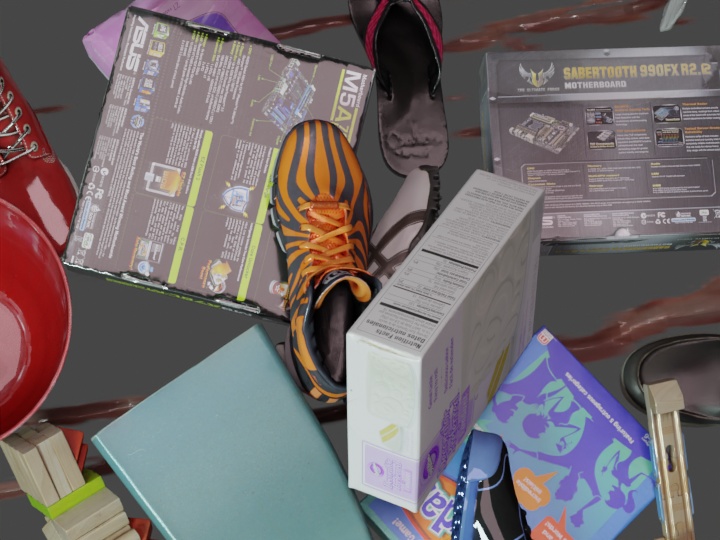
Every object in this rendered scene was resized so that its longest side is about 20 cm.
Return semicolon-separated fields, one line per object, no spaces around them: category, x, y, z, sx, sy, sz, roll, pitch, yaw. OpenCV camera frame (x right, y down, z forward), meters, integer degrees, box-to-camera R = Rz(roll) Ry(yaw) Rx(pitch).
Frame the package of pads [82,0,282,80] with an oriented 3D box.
package of pads;-0.112;-0.140;1.281;0.120;0.076;0.200;-40;80;-8

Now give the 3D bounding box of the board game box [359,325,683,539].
board game box;0.118;0.165;1.223;0.200;0.045;0.152;-43;81;-11

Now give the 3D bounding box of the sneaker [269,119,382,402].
sneaker;-0.016;-0.011;1.126;0.077;0.112;0.202;-5;86;-11

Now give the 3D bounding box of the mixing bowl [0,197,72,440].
mixing bowl;-0.306;0.048;1.207;0.198;0.108;0.202;1;75;-3

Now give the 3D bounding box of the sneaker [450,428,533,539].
sneaker;0.104;0.215;1.155;0.077;0.070;0.202;3;83;-2

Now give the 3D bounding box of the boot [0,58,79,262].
boot;-0.273;-0.105;1.231;0.072;0.144;0.201;-27;79;-10

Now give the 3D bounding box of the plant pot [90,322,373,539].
plant pot;-0.078;0.167;1.171;0.141;0.141;0.201;-33;85;-10

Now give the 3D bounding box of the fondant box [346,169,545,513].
fondant box;0.060;0.046;1.130;0.058;0.145;0.200;19;44;22

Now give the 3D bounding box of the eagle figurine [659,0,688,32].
eagle figurine;0.289;-0.301;1.306;0.151;0.151;0.201;-31;95;-46

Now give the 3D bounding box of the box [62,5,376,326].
box;-0.103;-0.075;1.203;0.192;0.048;0.202;13;82;-6

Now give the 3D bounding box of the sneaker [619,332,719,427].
sneaker;0.299;0.074;1.221;0.198;0.106;0.075;2;75;-1

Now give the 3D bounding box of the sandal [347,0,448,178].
sandal;0.036;-0.174;1.310;0.074;0.045;0.202;-9;76;-4

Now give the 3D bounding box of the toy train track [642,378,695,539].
toy train track;0.237;0.181;1.194;0.114;0.033;0.202;-10;95;-17

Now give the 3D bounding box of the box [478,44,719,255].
box;0.197;-0.095;1.292;0.198;0.048;0.160;-3;75;-3

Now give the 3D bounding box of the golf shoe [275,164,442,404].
golf shoe;0.000;0.000;1.247;0.094;0.078;0.201;22;74;4

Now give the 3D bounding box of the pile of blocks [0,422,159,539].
pile of blocks;-0.188;0.193;1.197;0.062;0.082;0.201;-29;88;-24
